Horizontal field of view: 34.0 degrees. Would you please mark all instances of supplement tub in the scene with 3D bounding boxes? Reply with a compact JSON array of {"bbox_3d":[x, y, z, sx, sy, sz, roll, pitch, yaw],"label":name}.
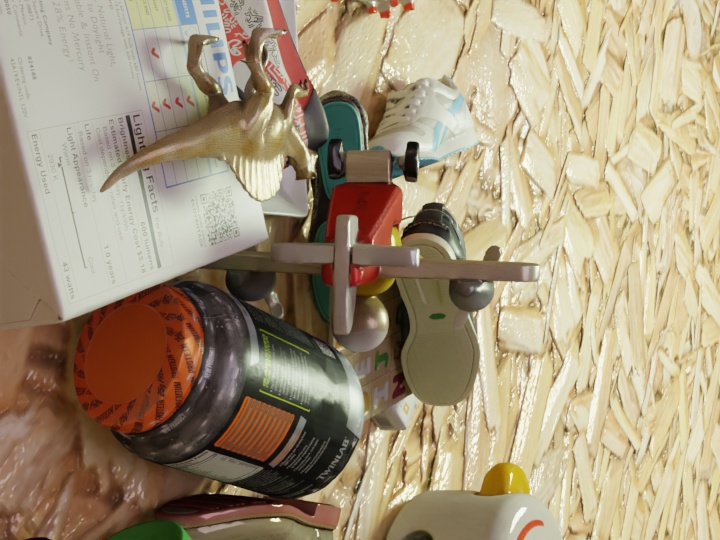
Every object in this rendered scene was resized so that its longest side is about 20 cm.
[{"bbox_3d":[-0.095,0.083,0.817,0.200,0.121,0.124,32,59,-52],"label":"supplement tub"}]

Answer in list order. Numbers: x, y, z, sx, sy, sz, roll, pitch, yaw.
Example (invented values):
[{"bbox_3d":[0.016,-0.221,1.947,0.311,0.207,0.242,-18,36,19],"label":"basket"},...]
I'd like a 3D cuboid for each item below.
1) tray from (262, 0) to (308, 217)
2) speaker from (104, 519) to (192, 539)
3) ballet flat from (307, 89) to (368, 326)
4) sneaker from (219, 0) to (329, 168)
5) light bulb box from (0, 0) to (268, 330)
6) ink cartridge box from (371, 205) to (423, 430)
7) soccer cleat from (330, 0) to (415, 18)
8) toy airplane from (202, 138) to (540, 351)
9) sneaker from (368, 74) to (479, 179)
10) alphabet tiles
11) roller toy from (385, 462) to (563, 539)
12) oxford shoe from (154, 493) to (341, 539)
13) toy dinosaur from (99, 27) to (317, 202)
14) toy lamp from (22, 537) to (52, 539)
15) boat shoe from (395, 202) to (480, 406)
[{"bbox_3d":[-0.086,-0.144,0.959,0.107,0.022,0.203,1,85,-57],"label":"tray"},{"bbox_3d":[-0.119,0.272,0.785,0.088,0.088,0.202,-42,120,-52],"label":"speaker"},{"bbox_3d":[-0.014,-0.054,1.021,0.075,0.067,0.203,-87,175,-83],"label":"ballet flat"},{"bbox_3d":[-0.109,-0.162,0.871,0.107,0.067,0.203,-31,102,-27],"label":"sneaker"},{"bbox_3d":[-0.176,-0.084,0.712,0.199,0.124,0.201,-25,106,-57],"label":"light bulb box"},{"bbox_3d":[0.040,0.043,1.118,0.095,0.037,0.201,56,44,-36],"label":"ink cartridge box"},{"bbox_3d":[-0.006,-0.285,1.074,0.200,0.069,0.079,-1,81,-65],"label":"soccer cleat"},{"bbox_3d":[0.000,0.000,0.851,0.198,0.199,0.143,-19,121,-34],"label":"toy airplane"},{"bbox_3d":[0.047,-0.136,1.131,0.200,0.076,0.082,-33,104,-61],"label":"sneaker"},{"bbox_3d":[0.027,0.040,1.026,0.199,0.006,0.169,-20,116,-57],"label":"alphabet tiles"},{"bbox_3d":[0.114,0.298,1.098,0.200,0.138,0.184,-44,122,-52],"label":"roller toy"},{"bbox_3d":[-0.078,0.206,0.875,0.199,0.070,0.076,20,75,-54],"label":"oxford shoe"},{"bbox_3d":[-0.072,-0.092,0.710,0.199,0.058,0.102,-8,94,-59],"label":"toy dinosaur"},{"bbox_3d":[-0.175,0.264,0.723,0.058,0.058,0.202,-44,121,-51],"label":"toy lamp"},{"bbox_3d":[0.069,0.035,1.025,0.068,0.071,0.202,-77,163,-51],"label":"boat shoe"}]
